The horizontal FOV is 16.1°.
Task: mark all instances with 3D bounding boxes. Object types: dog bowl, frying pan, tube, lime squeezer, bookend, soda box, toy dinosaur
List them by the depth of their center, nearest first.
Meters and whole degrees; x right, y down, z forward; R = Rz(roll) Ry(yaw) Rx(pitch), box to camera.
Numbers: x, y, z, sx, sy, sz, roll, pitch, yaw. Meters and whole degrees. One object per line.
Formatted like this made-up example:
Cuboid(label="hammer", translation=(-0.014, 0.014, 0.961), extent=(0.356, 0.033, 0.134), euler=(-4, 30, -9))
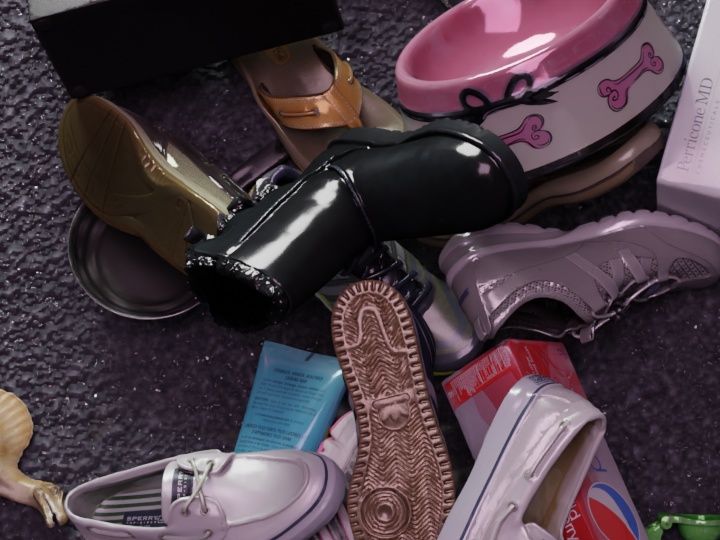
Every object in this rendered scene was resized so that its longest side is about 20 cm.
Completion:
Cuboid(label="soda box", translation=(0.130, 0.145, 1.665), extent=(0.063, 0.070, 0.200), euler=(-37, 64, 32))
Cuboid(label="lime squeezer", translation=(0.218, 0.189, 1.681), extent=(0.200, 0.038, 0.071), euler=(-34, 74, -2))
Cuboid(label="dog bowl", translation=(0.111, -0.134, 1.683), extent=(0.200, 0.200, 0.074), euler=(-25, 113, 1))
Cuboid(label="tube", translation=(-0.065, 0.147, 1.724), extent=(0.077, 0.050, 0.201), euler=(12, 75, 26))
Cuboid(label="toy dinosaur", translation=(-0.281, 0.110, 1.767), extent=(0.101, 0.058, 0.200), euler=(-32, 82, -17))
Cuboid(label="bookend", translation=(-0.129, -0.244, 1.770), extent=(0.198, 0.092, 0.200), euler=(-14, 55, 7))
Cuboid(label="frying pan", translation=(-0.128, -0.046, 1.788), extent=(0.115, 0.031, 0.190), euler=(28, 67, 11))

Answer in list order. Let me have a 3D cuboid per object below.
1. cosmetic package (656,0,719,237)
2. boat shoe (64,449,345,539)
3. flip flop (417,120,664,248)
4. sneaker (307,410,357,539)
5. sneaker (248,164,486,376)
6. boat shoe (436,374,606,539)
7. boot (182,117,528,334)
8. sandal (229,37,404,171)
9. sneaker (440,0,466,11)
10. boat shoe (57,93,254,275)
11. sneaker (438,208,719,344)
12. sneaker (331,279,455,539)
Cuboid(label="cosmetic package", translation=(0.317, -0.112, 1.700), extent=(0.199, 0.123, 0.200), euler=(14, 78, 12))
Cuboid(label="boat shoe", translation=(-0.108, 0.156, 1.676), extent=(0.200, 0.067, 0.074), euler=(-18, 52, 28))
Cuboid(label="flip flop", translation=(0.112, -0.069, 1.704), extent=(0.058, 0.200, 0.081), euler=(55, 44, -18))
Cuboid(label="sneaker", translation=(-0.008, 0.195, 1.689), extent=(0.087, 0.074, 0.200), euler=(18, 74, 18))
Cuboid(label="sneaker", translation=(0.000, 0.000, 1.728), extent=(0.200, 0.081, 0.074), euler=(35, 78, 7))
Cuboid(label="boat shoe", translation=(0.105, 0.173, 1.598), extent=(0.086, 0.075, 0.202), euler=(25, 92, 35))
Cuboid(label="boot", translation=(-0.009, -0.026, 1.600), extent=(0.162, 0.198, 0.074), euler=(-39, 116, -29))
Cuboid(label="sandal", translation=(-0.032, -0.128, 1.779), extent=(0.080, 0.054, 0.200), euler=(-35, 72, -12))
Cuboid(label="sneaker", translation=(0.041, -0.228, 1.785), extent=(0.198, 0.080, 0.130), euler=(-4, 67, -4))
Cuboid(label="boat shoe", translation=(-0.132, -0.055, 1.746), extent=(0.201, 0.066, 0.072), euler=(39, 115, 36))
Cuboid(label="sneaker", translation=(0.152, 0.014, 1.691), extent=(0.199, 0.075, 0.082), euler=(-5, 61, -16))
Cuboid(label="sneaker", translation=(0.023, 0.105, 1.661), extent=(0.070, 0.108, 0.201), euler=(-8, 90, 4))
